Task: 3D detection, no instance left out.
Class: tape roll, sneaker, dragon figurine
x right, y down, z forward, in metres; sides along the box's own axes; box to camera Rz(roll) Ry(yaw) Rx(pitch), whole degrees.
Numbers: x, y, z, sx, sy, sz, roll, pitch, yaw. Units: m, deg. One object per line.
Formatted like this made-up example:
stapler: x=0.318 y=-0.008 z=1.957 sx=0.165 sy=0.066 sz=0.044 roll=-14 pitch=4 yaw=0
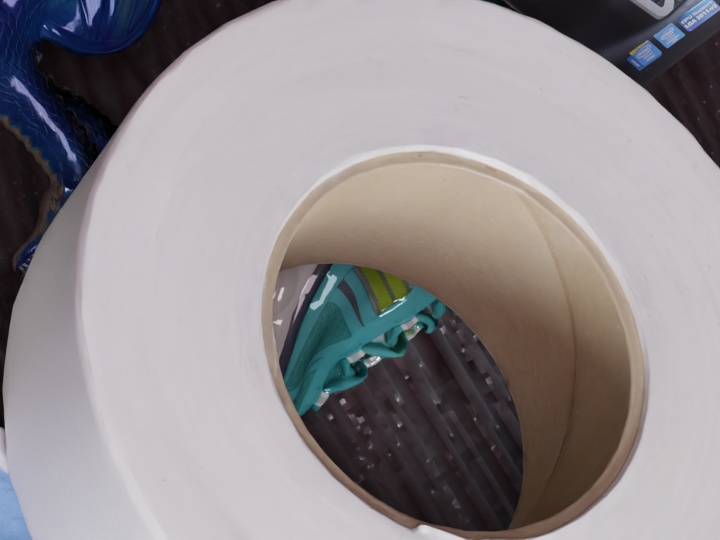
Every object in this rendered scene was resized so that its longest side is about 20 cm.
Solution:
tape roll: x=0.011 y=0.031 z=0.757 sx=0.202 sy=0.071 sz=0.203 roll=10 pitch=63 yaw=-20
sneaker: x=0.000 y=0.000 z=0.870 sx=0.079 sy=0.078 sz=0.200 roll=21 pitch=102 yaw=-19
dragon figurine: x=-0.088 y=-0.095 z=0.869 sx=0.099 sy=0.059 sz=0.201 roll=16 pitch=90 yaw=-10

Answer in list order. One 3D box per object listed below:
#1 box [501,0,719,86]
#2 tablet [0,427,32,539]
box: x=0.103 y=-0.149 z=0.781 sx=0.200 sy=0.158 sz=0.050 roll=-35 pitch=54 yaw=17
tablet: x=-0.174 y=0.072 z=0.795 sx=0.199 sy=0.130 sz=0.014 roll=-16 pitch=60 yaw=22
